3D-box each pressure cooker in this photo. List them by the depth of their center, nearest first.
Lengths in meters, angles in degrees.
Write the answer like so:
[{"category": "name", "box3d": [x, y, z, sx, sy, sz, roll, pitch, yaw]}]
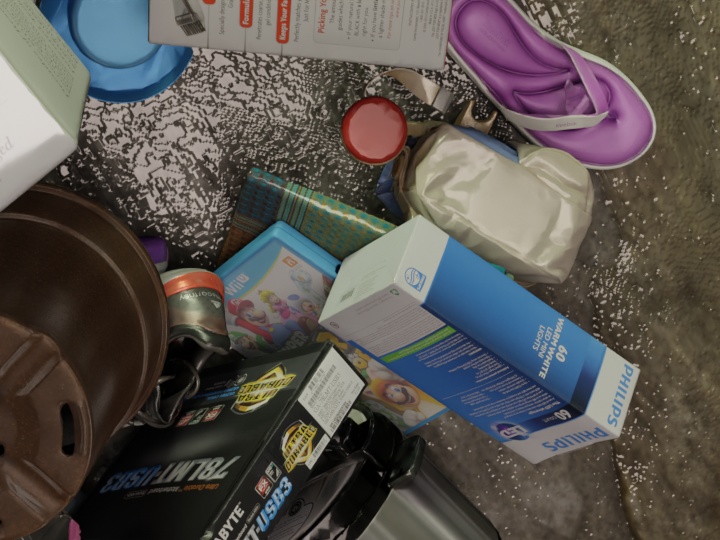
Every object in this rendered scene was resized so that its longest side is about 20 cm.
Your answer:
[{"category": "pressure cooker", "box3d": [-0.013, 0.200, 1.292, 0.176, 0.178, 0.200, -47, 110, -9]}]

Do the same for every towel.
[{"category": "towel", "box3d": [0.000, 0.000, 1.242, 0.198, 0.147, 0.022, 24, 59, -2]}]

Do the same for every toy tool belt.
[{"category": "toy tool belt", "box3d": [0.066, -0.064, 1.256, 0.199, 0.123, 0.126, 27, 90, -11]}]

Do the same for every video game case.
[{"category": "video game case", "box3d": [-0.020, 0.052, 1.278, 0.199, 0.018, 0.143, 35, 141, -18]}]

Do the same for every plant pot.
[{"category": "plant pot", "box3d": [-0.229, 0.063, 1.104, 0.198, 0.198, 0.202, 0, 107, 0]}]

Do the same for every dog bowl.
[{"category": "dog bowl", "box3d": [-0.146, -0.215, 1.199, 0.111, 0.050, 0.201, 29, 101, -21]}]

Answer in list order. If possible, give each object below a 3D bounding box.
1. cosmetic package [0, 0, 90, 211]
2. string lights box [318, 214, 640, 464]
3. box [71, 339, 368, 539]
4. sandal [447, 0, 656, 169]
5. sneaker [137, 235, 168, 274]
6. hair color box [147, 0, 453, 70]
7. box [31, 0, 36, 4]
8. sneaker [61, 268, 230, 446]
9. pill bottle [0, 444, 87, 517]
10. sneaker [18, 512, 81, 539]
[{"category": "cosmetic package", "box3d": [-0.258, -0.101, 0.926, 0.164, 0.200, 0.165, -37, 108, 5]}, {"category": "string lights box", "box3d": [0.082, 0.053, 1.191, 0.199, 0.103, 0.059, 34, 59, -19]}, {"category": "box", "box3d": [-0.113, 0.145, 1.201, 0.050, 0.199, 0.199, 50, 55, -20]}, {"category": "sandal", "box3d": [0.136, -0.136, 1.276, 0.202, 0.050, 0.083, 32, 100, -18]}, {"category": "sneaker", "box3d": [-0.234, -0.033, 1.234, 0.198, 0.080, 0.089, 5, 90, -14]}, {"category": "hair color box", "box3d": [-0.037, -0.201, 1.130, 0.198, 0.064, 0.112, 5, 129, -2]}, {"category": "box", "box3d": [-0.251, -0.236, 1.096, 0.123, 0.200, 0.198, 14, 104, -13]}, {"category": "sneaker", "box3d": [-0.169, 0.083, 1.248, 0.077, 0.082, 0.200, 19, 127, -44]}, {"category": "pill bottle", "box3d": [-0.279, 0.174, 1.268, 0.200, 0.109, 0.109, 41, 97, -19]}, {"category": "sneaker", "box3d": [-0.263, 0.206, 1.162, 0.086, 0.080, 0.200, 41, 132, -4]}]
